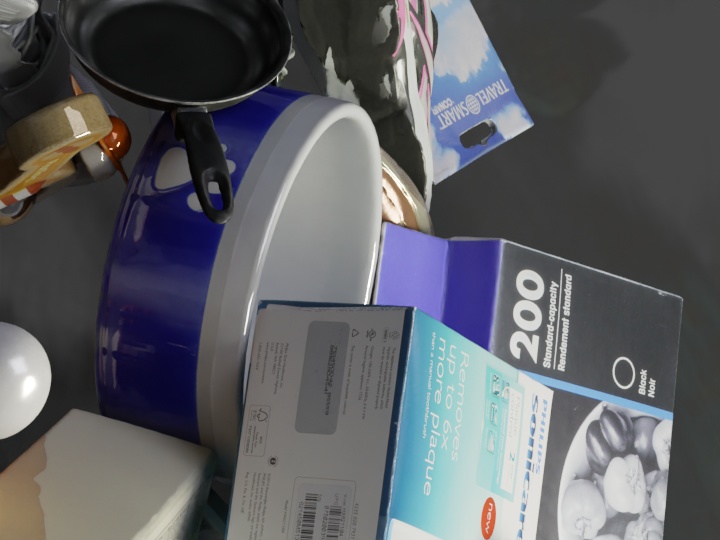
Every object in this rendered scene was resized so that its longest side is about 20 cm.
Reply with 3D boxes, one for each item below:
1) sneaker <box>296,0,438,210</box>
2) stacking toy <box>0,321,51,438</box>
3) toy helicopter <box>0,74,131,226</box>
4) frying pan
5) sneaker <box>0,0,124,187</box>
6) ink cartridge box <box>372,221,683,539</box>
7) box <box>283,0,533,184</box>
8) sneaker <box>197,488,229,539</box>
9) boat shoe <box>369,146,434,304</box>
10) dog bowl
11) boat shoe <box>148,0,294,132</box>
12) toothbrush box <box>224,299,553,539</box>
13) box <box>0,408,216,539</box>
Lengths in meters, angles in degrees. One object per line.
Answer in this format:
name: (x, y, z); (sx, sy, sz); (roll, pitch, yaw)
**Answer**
sneaker: (0.017, -0.104, 1.550); (0.086, 0.080, 0.200); (-48, 146, -54)
stacking toy: (-0.206, 0.071, 1.187); (0.146, 0.200, 0.147); (22, 57, -39)
toy helicopter: (-0.153, -0.048, 1.296); (0.132, 0.200, 0.079); (-21, 87, -25)
frying pan: (-0.071, -0.090, 1.325); (0.115, 0.031, 0.190); (-18, 53, -30)
sneaker: (-0.172, -0.117, 1.376); (0.200, 0.115, 0.075); (37, 49, -30)
ink cartridge box: (0.087, 0.088, 1.505); (0.200, 0.043, 0.199); (15, 75, -36)
box: (0.014, -0.150, 1.642); (0.122, 0.048, 0.200); (-32, 96, -49)
sneaker: (-0.053, 0.174, 1.414); (0.200, 0.075, 0.082); (57, 31, -26)
boat shoe: (0.000, 0.000, 1.518); (0.072, 0.076, 0.200); (-55, 128, -34)
dog bowl: (-0.058, 0.006, 1.389); (0.200, 0.079, 0.201); (13, 90, -74)
boat shoe: (-0.073, -0.121, 1.518); (0.072, 0.071, 0.201); (4, 71, -46)
toothbrush box: (0.017, 0.107, 1.346); (0.200, 0.085, 0.147); (34, 61, -64)
box: (-0.134, 0.139, 1.246); (0.200, 0.078, 0.095); (-47, 153, -74)
